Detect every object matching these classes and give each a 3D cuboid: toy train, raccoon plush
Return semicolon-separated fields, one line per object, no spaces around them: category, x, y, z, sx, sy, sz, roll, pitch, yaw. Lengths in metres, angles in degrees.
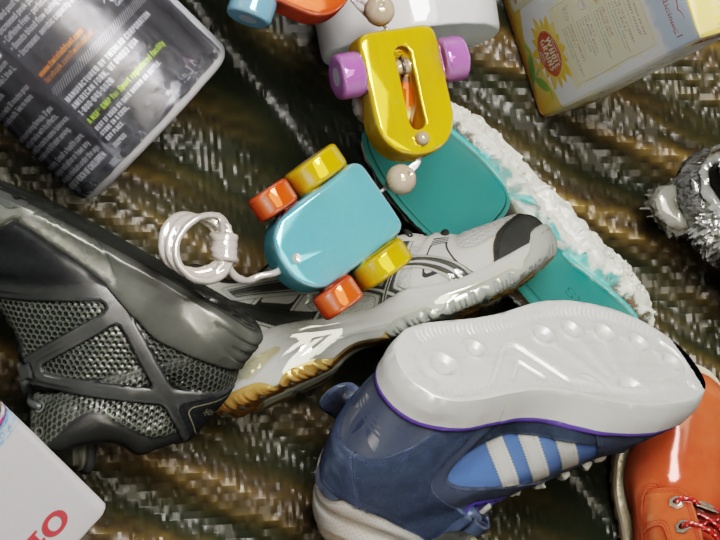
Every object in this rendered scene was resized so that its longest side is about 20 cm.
toy train;-0.030;-0.076;1.089;0.150;0.056;0.201;17;77;-16
raccoon plush;0.219;0.023;1.238;0.097;0.133;0.201;-17;119;-55

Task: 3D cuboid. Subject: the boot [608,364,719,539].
boot;0.181;0.145;1.186;0.075;0.107;0.201;8;78;-16

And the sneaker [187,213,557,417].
sneaker;0.000;0.000;1.140;0.199;0.076;0.088;-21;80;-5

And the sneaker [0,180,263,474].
sneaker;-0.158;0.026;1.096;0.199;0.076;0.115;31;94;2

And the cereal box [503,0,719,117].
cereal box;0.124;-0.169;1.157;0.039;0.200;0.145;-17;89;-20

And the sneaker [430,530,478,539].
sneaker;0.076;0.215;1.152;0.088;0.077;0.201;-32;117;-41

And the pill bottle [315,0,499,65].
pill bottle;0.010;-0.214;1.170;0.113;0.114;0.201;-7;85;-20

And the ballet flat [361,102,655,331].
ballet flat;0.079;-0.029;1.201;0.200;0.072;0.072;44;71;-12

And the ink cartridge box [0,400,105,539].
ink cartridge box;-0.244;0.075;0.973;0.147;0.146;0.200;-47;132;-11

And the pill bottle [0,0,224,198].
pill bottle;-0.170;-0.139;1.099;0.200;0.106;0.106;44;71;-9

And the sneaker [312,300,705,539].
sneaker;0.067;0.094;1.158;0.199;0.147;0.081;-1;45;-33
